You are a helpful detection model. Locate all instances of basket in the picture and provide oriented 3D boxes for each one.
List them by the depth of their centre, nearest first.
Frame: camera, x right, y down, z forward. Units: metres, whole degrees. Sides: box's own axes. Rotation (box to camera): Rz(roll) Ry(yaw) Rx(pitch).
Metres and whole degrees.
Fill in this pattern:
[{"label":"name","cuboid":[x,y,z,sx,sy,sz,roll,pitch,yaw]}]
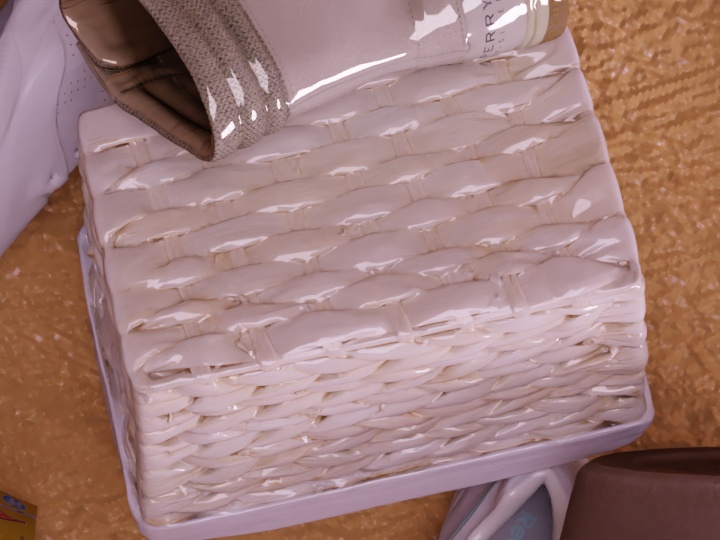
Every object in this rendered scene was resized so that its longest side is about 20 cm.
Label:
[{"label":"basket","cuboid":[0.000,0.000,1.020,0.200,0.123,0.136,-11,61,-6]}]

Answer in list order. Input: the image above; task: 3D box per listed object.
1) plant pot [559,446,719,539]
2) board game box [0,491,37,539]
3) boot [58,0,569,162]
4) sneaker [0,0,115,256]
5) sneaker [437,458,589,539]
[{"label":"plant pot","cuboid":[0.136,0.154,1.001,0.200,0.200,0.175,0,92,-6]},{"label":"board game box","cuboid":[-0.183,0.088,0.993,0.134,0.200,0.034,24,92,-8]},{"label":"boot","cuboid":[-0.040,-0.126,0.996,0.155,0.072,0.200,-24,52,-21]},{"label":"sneaker","cuboid":[-0.100,-0.073,1.060,0.088,0.075,0.200,25,90,-19]},{"label":"sneaker","cuboid":[0.034,0.155,1.075,0.070,0.080,0.200,20,89,4]}]
